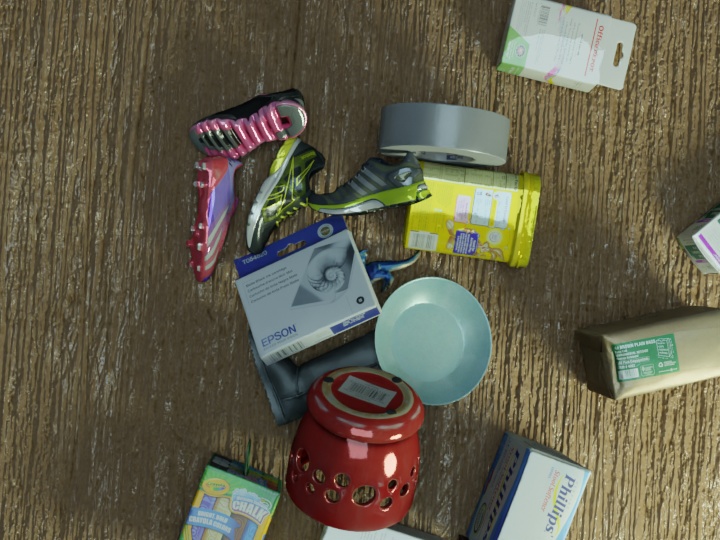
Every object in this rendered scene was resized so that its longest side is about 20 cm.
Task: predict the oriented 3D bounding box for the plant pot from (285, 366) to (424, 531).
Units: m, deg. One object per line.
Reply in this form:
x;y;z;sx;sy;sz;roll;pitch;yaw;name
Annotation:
-0.005;0.258;1.655;0.199;0.201;0.184;8;117;-2;plant pot

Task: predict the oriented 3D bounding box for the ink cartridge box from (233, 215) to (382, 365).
-0.090;0.018;1.711;0.198;0.041;0.201;-25;60;4;ink cartridge box

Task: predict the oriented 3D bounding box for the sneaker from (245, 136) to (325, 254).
-0.119;-0.113;1.749;0.084;0.074;0.201;23;88;-1;sneaker

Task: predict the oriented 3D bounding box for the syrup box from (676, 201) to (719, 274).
0.615;-0.084;1.778;0.199;0.079;0.082;-38;91;-2;syrup box

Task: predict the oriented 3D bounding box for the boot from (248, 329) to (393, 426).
-0.061;0.138;1.750;0.198;0.066;0.166;-20;97;0;boot

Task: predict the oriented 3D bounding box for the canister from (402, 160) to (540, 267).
0.173;-0.092;1.751;0.198;0.087;0.150;8;99;0;canister

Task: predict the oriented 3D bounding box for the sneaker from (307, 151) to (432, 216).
0.011;-0.130;1.707;0.198;0.074;0.082;-9;88;18;sneaker

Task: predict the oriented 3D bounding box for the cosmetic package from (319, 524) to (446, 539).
0.033;0.449;1.744;0.198;0.071;0.102;18;88;-2;cosmetic package

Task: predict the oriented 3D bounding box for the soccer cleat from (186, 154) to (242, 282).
-0.227;-0.081;1.750;0.076;0.067;0.202;1;97;-29;soccer cleat

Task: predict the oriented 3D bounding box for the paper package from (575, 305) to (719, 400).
0.453;0.123;1.711;0.198;0.191;0.104;-11;89;-1;paper package

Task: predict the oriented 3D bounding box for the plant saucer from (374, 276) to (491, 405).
0.110;0.112;1.757;0.199;0.039;0.203;3;80;-19;plant saucer

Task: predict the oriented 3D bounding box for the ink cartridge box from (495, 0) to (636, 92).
0.328;-0.358;1.778;0.198;0.067;0.118;14;88;-1;ink cartridge box

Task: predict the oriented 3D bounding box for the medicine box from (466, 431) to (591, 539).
0.252;0.358;1.691;0.102;0.200;0.183;21;88;-2;medicine box

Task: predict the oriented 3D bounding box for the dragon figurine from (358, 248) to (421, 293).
0.000;0.000;1.760;0.200;0.059;0.100;-38;91;-1;dragon figurine

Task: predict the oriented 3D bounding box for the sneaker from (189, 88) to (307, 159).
-0.174;-0.240;1.759;0.198;0.096;0.079;-11;130;14;sneaker

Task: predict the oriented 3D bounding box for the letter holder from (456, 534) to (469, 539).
0.233;0.507;1.716;0.199;0.142;0.101;23;88;-1;letter holder

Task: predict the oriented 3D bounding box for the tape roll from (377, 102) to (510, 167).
0.127;-0.205;1.700;0.198;0.200;0.067;5;89;-2;tape roll

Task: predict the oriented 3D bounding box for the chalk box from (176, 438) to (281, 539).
-0.195;0.362;1.711;0.123;0.125;0.201;22;89;-2;chalk box
